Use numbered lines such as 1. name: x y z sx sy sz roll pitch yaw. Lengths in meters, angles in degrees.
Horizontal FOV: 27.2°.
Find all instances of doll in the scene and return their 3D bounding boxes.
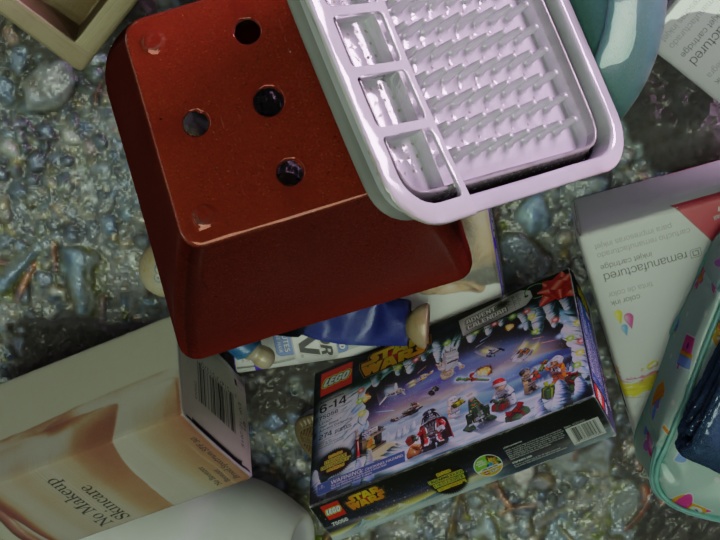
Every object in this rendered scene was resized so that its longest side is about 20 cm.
1. doll: -0.051 0.002 1.006 0.199 0.048 0.137 4 101 6

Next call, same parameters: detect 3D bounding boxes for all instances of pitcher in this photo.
1. pitcher: -0.138 0.184 1.117 0.199 0.121 0.172 6 95 14

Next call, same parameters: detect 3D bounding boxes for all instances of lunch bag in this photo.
1. lunch bag: 0.280 0.073 0.965 0.160 0.077 0.201 17 108 -4

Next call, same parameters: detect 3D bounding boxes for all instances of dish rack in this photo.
1. dish rack: 0.048 -0.112 0.813 0.043 0.200 0.172 -29 81 48

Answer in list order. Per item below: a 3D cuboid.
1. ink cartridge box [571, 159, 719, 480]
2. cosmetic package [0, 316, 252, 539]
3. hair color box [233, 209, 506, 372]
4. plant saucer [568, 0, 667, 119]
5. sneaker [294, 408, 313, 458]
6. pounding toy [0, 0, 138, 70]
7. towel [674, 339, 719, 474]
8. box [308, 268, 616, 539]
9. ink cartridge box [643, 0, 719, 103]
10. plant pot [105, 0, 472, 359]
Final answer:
1. ink cartridge box: 0.244 0.033 1.039 0.147 0.086 0.201 -16 106 9
2. cosmetic package: -0.187 0.121 1.040 0.199 0.087 0.103 -22 140 17
3. hair color box: 0.000 0.000 1.059 0.199 0.065 0.110 -9 108 6
4. plant saucer: 0.098 -0.166 0.919 0.200 0.027 0.201 4 95 44
5. sneaker: 0.049 0.096 1.094 0.199 0.113 0.071 -7 123 40
6. pounding toy: -0.200 -0.277 0.952 0.200 0.142 0.184 36 109 -20
7. towel: 0.298 0.098 0.909 0.199 0.049 0.112 22 106 -12
8. box: 0.062 0.087 0.982 0.199 0.137 0.040 -24 121 15
9. ink cartridge box: 0.288 -0.144 0.900 0.200 0.084 0.145 36 111 -11
10. plant pot: -0.048 -0.078 0.895 0.199 0.176 0.201 -17 80 -3
